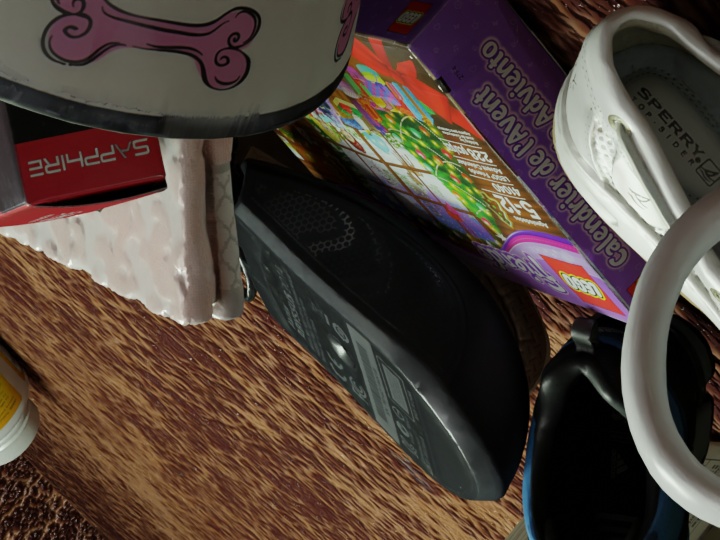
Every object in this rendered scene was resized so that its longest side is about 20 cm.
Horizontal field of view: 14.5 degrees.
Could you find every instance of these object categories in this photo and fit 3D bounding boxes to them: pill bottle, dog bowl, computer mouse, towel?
[{"bbox_3d":[-0.380,0.096,2.616,0.109,0.109,0.200,29,163,45],"label":"pill bottle"},{"bbox_3d":[-0.078,-0.124,0.739,0.200,0.074,0.200,22,-149,-14],"label":"dog bowl"},{"bbox_3d":[0.000,0.000,1.028,0.200,0.053,0.139,45,163,27],"label":"computer mouse"},{"bbox_3d":[-0.101,-0.094,1.004,0.200,0.032,0.192,25,122,52],"label":"towel"}]

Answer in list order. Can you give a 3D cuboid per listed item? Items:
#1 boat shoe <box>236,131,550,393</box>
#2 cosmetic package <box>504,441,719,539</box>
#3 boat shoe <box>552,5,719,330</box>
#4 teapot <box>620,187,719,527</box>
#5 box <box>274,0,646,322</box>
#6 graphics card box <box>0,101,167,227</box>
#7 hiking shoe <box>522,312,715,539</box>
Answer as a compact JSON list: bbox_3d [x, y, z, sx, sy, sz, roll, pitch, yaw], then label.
[{"bbox_3d":[-0.001,-0.017,1.144,0.202,0.075,0.075,40,-172,14],"label":"boat shoe"},{"bbox_3d":[0.123,0.127,1.151,0.073,0.104,0.200,43,170,-11],"label":"cosmetic package"},{"bbox_3d":[0.131,0.004,0.760,0.200,0.071,0.069,40,170,11],"label":"boat shoe"},{"bbox_3d":[0.182,0.063,0.628,0.197,0.146,0.200,49,167,-31],"label":"teapot"},{"bbox_3d":[0.018,-0.055,0.980,0.137,0.039,0.200,47,167,-28],"label":"box"},{"bbox_3d":[-0.115,-0.116,0.916,0.125,0.051,0.201,175,84,-75],"label":"graphics card box"},{"bbox_3d":[0.084,0.114,0.994,0.074,0.201,0.087,-4,-177,26],"label":"hiking shoe"}]
